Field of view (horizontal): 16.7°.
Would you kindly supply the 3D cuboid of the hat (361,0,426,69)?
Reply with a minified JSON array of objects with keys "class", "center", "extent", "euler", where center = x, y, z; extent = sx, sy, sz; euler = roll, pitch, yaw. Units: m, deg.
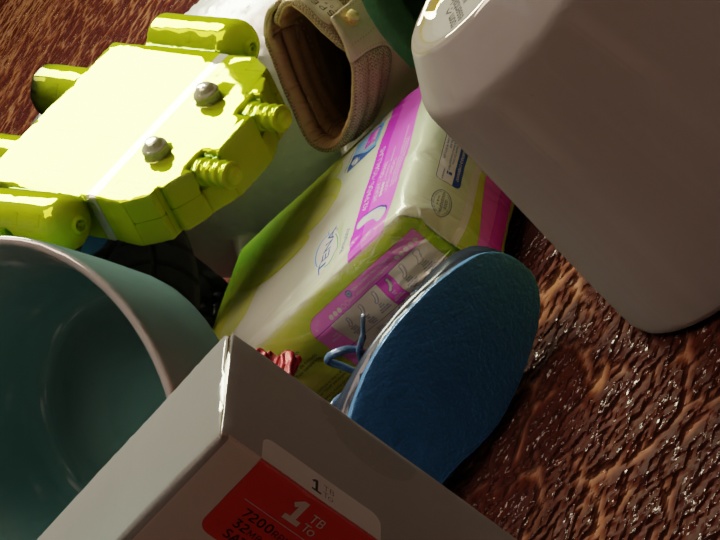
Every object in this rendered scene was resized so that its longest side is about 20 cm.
[{"class":"hat","center":[0.068,-0.149,1.285],"extent":[0.176,0.199,0.167],"euler":[149,122,-73]}]

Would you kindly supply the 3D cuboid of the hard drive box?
[{"class":"hard drive box","center":[-0.056,0.150,0.984],"extent":[0.200,0.156,0.077],"euler":[-47,19,22]}]

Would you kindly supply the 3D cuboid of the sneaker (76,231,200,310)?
[{"class":"sneaker","center":[-0.122,0.059,1.334],"extent":[0.082,0.073,0.201],"euler":[175,91,-82]}]

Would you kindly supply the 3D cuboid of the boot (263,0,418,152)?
[{"class":"boot","center":[0.016,-0.176,1.313],"extent":[0.073,0.201,0.155],"euler":[21,37,35]}]

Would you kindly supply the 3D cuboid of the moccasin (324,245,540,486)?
[{"class":"moccasin","center":[0.004,0.073,1.098],"extent":[0.200,0.080,0.068],"euler":[-55,19,-6]}]

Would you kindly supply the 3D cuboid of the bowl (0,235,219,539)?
[{"class":"bowl","center":[-0.138,0.075,1.225],"extent":[0.201,0.201,0.105],"euler":[-42,-14,31]}]

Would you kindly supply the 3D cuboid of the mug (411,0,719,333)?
[{"class":"mug","center":[0.095,-0.073,1.020],"extent":[0.186,0.153,0.150],"euler":[-25,34,58]}]

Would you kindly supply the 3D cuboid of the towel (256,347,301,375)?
[{"class":"towel","center":[-0.065,0.148,1.111],"extent":[0.145,0.022,0.201],"euler":[-89,15,-66]}]

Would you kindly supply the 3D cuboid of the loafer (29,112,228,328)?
[{"class":"loafer","center":[-0.133,-0.005,1.420],"extent":[0.070,0.201,0.068],"euler":[-38,-3,38]}]

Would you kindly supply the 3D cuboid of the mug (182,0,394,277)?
[{"class":"mug","center":[-0.046,-0.081,1.454],"extent":[0.175,0.147,0.201],"euler":[-39,53,36]}]

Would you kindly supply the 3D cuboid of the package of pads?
[{"class":"package of pads","center":[0.000,0.000,1.271],"extent":[0.200,0.068,0.155],"euler":[-42,19,35]}]

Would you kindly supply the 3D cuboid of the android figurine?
[{"class":"android figurine","center":[-0.122,-0.072,1.315],"extent":[0.199,0.041,0.182],"euler":[10,48,43]}]
